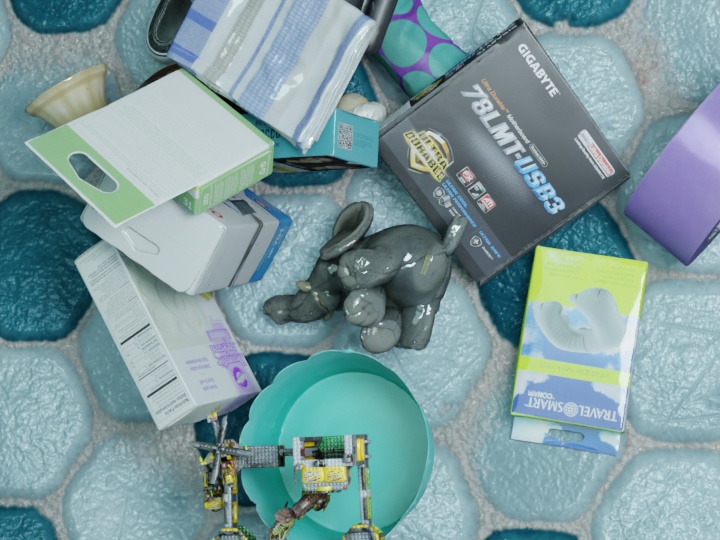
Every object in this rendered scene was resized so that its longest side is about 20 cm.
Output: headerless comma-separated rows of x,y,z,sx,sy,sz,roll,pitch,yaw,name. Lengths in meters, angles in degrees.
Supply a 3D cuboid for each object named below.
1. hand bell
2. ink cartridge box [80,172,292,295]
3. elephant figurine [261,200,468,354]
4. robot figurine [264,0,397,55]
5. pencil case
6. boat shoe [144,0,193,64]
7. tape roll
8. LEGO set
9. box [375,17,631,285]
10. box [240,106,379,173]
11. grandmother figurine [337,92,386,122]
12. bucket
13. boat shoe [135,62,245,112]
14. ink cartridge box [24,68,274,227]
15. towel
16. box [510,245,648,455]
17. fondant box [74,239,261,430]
-0.275,-0.116,1.727,0.104,0.104,0.201,-30,92,5,hand bell
-0.177,-0.053,1.626,0.146,0.200,0.086,34,102,11,ink cartridge box
0.000,0.000,1.629,0.154,0.200,0.143,-5,105,-24,elephant figurine
-0.049,-0.289,1.595,0.150,0.124,0.202,28,102,54,robot figurine
0.052,-0.253,1.674,0.092,0.085,0.200,-37,79,-13,pencil case
-0.173,-0.319,1.728,0.074,0.068,0.199,44,92,12,boat shoe
0.356,-0.107,1.546,0.085,0.200,0.200,40,91,11,tape roll
-0.069,0.219,1.484,0.198,0.116,0.156,5,85,10,LEGO set
0.144,-0.121,1.612,0.198,0.050,0.201,-35,105,11,box
-0.084,-0.130,1.600,0.198,0.082,0.050,0,84,35,box
-0.064,-0.190,1.670,0.199,0.121,0.061,24,132,17,grandmother figurine
-0.018,0.187,1.608,0.205,0.135,0.210,-1,82,9,bucket
-0.194,-0.185,1.668,0.199,0.072,0.073,2,104,47,boat shoe
-0.202,-0.109,1.512,0.199,0.048,0.145,-32,60,-33,ink cartridge box
-0.090,-0.226,1.534,0.199,0.024,0.148,35,102,23,towel
0.226,0.083,1.624,0.121,0.048,0.202,8,84,11,box
-0.201,0.060,1.645,0.058,0.144,0.201,-32,79,22,fondant box
